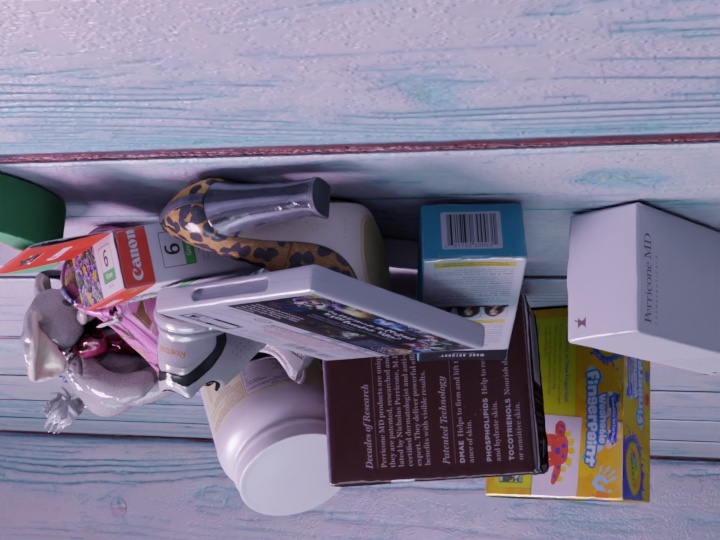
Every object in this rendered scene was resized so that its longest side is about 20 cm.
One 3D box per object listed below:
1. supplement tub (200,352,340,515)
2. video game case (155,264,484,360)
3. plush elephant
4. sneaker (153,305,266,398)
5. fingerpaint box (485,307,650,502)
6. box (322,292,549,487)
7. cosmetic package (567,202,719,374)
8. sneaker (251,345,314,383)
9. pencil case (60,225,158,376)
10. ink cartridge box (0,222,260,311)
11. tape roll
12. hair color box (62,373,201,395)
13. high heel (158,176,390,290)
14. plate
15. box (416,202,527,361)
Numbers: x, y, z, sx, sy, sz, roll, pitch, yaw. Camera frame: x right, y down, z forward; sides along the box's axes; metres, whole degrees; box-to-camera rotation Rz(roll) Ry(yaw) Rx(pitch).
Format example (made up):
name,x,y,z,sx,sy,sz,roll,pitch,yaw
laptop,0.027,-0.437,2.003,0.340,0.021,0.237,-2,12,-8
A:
name,x,y,z,sx,sy,sz,roll,pitch,yaw
supplement tub,-0.093,0.143,1.314,0.143,0.201,0.146,-12,134,-13
video game case,-0.030,0.038,0.977,0.180,0.024,0.199,-8,160,43
plush elephant,-0.281,0.066,1.289,0.198,0.165,0.156,-29,123,2
sneaker,-0.124,0.060,1.100,0.073,0.081,0.199,12,-169,25
fingerpaint box,0.225,0.145,1.330,0.165,0.203,0.073,-7,165,37
box,0.077,0.120,1.200,0.197,0.167,0.166,-6,171,11
cosmetic package,0.255,0.020,0.992,0.198,0.103,0.071,13,164,-39
sneaker,-0.130,0.054,1.247,0.198,0.083,0.075,16,174,25
pencil case,-0.198,0.041,1.148,0.082,0.087,0.200,15,159,27
ink cartridge box,-0.181,-0.003,0.997,0.198,0.051,0.109,-12,175,-31
tape roll,-0.345,-0.041,1.016,0.197,0.049,0.201,4,167,1
hair color box,-0.241,0.088,1.438,0.197,0.102,0.060,8,168,-19
high heel,-0.062,-0.017,0.977,0.141,0.072,0.200,-4,153,22
plate,0.000,0.000,1.133,0.197,0.033,0.199,6,168,-14
box,0.088,0.015,1.019,0.081,0.050,0.201,-1,154,0
